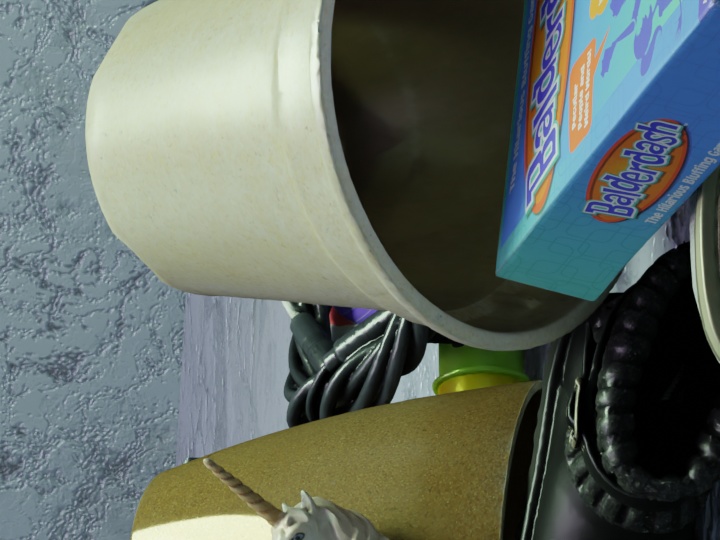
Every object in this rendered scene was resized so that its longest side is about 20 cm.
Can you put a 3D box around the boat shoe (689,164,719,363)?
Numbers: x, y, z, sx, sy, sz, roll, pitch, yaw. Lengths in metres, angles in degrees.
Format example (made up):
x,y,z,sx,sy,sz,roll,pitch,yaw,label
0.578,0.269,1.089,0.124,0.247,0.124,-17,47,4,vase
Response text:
x,y,z,sx,sy,sz,roll,pitch,yaw,label
0.150,-0.052,0.794,0.068,0.074,0.202,121,159,-72,boat shoe

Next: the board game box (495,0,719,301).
x,y,z,sx,sy,sz,roll,pitch,yaw,label
0.104,-0.100,0.769,0.200,0.045,0.153,122,158,-61,board game box

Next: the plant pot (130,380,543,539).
x,y,z,sx,sy,sz,roll,pitch,yaw,label
-0.005,0.148,1.089,0.186,0.198,0.188,-1,-90,-72,plant pot

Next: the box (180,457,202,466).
x,y,z,sx,sy,sz,roll,pitch,yaw,label
-0.001,0.216,1.224,0.199,0.198,0.124,-100,16,-48,box

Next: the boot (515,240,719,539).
x,y,z,sx,sy,sz,roll,pitch,yaw,label
0.117,0.099,0.920,0.158,0.079,0.213,152,119,-78,boot

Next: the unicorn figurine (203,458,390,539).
x,y,z,sx,sy,sz,roll,pitch,yaw,label
0.016,0.171,0.945,0.074,0.198,0.139,46,-124,-61,unicorn figurine

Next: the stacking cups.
x,y,z,sx,sy,sz,roll,pitch,yaw,label
0.069,0.013,1.279,0.061,0.060,0.202,111,161,-62,stacking cups

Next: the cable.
x,y,z,sx,sy,sz,roll,pitch,yaw,label
0.000,0.000,1.148,0.200,0.050,0.165,-23,52,63,cable

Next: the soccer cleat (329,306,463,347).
x,y,z,sx,sy,sz,roll,pitch,yaw,label
0.035,0.006,1.210,0.200,0.068,0.074,-21,61,59,soccer cleat

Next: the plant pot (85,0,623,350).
x,y,z,sx,sy,sz,roll,pitch,yaw,label
-0.009,-0.063,0.929,0.182,0.199,0.203,-6,82,45,plant pot
